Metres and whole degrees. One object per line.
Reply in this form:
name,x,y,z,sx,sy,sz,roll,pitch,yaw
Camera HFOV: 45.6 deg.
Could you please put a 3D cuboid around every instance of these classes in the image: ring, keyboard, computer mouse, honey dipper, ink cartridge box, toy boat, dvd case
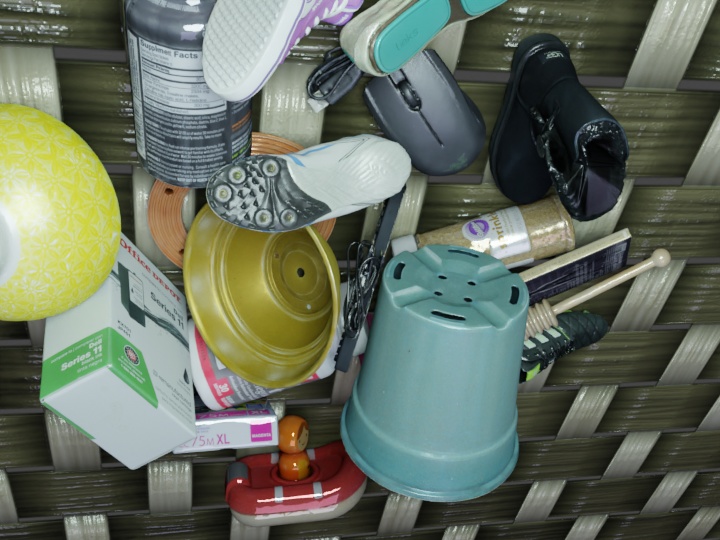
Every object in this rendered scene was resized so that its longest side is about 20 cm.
ring,-0.121,-0.063,0.893,0.197,0.019,0.202,-6,135,-6
keyboard,0.000,0.000,0.872,0.039,0.104,0.203,17,90,-2
computer mouse,0.054,-0.150,0.825,0.138,0.053,0.200,-35,131,19
honey dipper,0.281,0.028,1.034,0.198,0.038,0.038,-27,134,13
ink cartridge box,-0.169,0.177,1.039,0.117,0.200,0.043,-2,90,-12
ink cartridge box,-0.243,0.073,0.871,0.082,0.201,0.147,-27,135,10
toy boat,-0.088,0.260,1.167,0.197,0.131,0.133,-4,106,-9
dvd case,0.218,0.012,1.003,0.198,0.016,0.149,-24,163,9

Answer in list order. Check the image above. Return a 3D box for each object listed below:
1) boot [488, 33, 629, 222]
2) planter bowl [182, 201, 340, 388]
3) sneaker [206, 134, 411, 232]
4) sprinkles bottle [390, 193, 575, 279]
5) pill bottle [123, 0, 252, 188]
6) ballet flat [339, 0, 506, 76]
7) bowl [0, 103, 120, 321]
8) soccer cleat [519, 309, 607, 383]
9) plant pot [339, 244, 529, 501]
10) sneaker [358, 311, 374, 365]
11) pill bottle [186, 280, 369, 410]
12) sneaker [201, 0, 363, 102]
boot,0.185,-0.101,0.822,0.075,0.170,0.202,-6,136,-7
planter bowl,-0.082,0.010,0.872,0.083,0.201,0.201,-23,155,-53
sneaker,-0.048,-0.078,0.779,0.198,0.072,0.073,-14,98,-27
sprinkles bottle,0.135,-0.027,0.954,0.197,0.069,0.069,-16,136,2
pill bottle,-0.140,-0.178,0.714,0.104,0.107,0.202,-2,134,-11
ballet flat,0.065,-0.238,0.728,0.199,0.062,0.068,-35,133,-17
bowl,-0.322,-0.038,0.746,0.197,0.108,0.203,2,108,7
soccer cleat,0.225,0.101,1.092,0.197,0.082,0.068,-9,136,-5
plant pot,0.083,0.094,0.885,0.197,0.201,0.198,-2,123,-11
sneaker,0.043,0.115,1.072,0.087,0.082,0.201,-11,144,-4
pill bottle,-0.091,0.079,0.974,0.197,0.112,0.111,-18,136,4
sneaker,-0.044,-0.202,0.667,0.072,0.203,0.114,15,166,32
